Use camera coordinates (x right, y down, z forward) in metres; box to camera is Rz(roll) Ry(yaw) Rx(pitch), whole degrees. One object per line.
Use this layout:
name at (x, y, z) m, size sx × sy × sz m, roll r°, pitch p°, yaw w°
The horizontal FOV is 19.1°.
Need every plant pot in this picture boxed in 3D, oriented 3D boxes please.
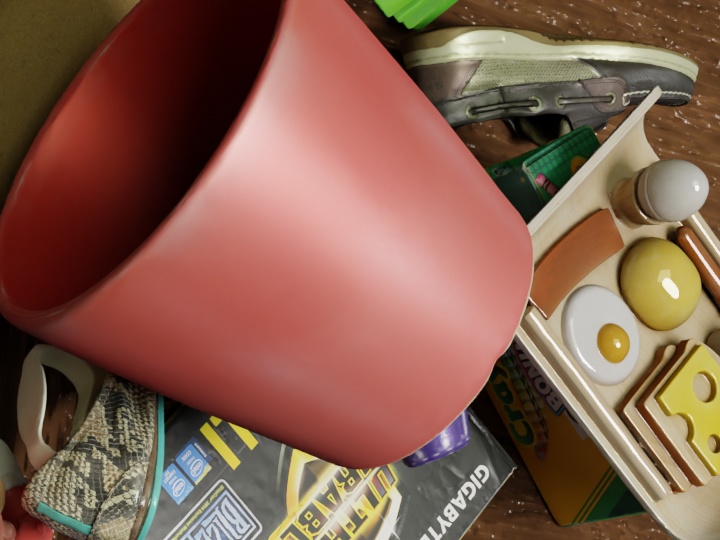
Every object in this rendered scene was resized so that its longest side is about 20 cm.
plant pot at (-0.125, -0.080, 1.013) m, size 0.200 × 0.027 × 0.201 m, roll -28°, pitch 129°, yaw -41°
plant pot at (-0.034, -0.016, 0.930) m, size 0.177 × 0.200 × 0.201 m, roll 37°, pitch 60°, yaw -28°

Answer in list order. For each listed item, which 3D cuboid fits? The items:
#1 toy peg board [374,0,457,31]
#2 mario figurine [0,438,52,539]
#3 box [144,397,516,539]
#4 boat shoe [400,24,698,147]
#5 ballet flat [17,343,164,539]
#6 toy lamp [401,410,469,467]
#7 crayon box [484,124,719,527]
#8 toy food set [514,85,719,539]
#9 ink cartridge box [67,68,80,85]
toy peg board at (0.015, -0.219, 1.120) m, size 0.098 × 0.200 × 0.199 m, roll -37°, pitch 88°, yaw 7°
mario figurine at (-0.173, 0.154, 0.956) m, size 0.106 × 0.123 × 0.200 m, roll -35°, pitch 111°, yaw 2°
box at (-0.031, 0.110, 1.071) m, size 0.160 × 0.049 × 0.200 m, roll 51°, pitch 56°, yaw -11°
boat shoe at (0.108, -0.100, 1.213) m, size 0.199 × 0.073 × 0.065 m, roll 1°, pitch 88°, yaw -31°
ballet flat at (-0.117, 0.046, 0.989) m, size 0.075 × 0.068 × 0.200 m, roll 20°, pitch 36°, yaw -8°
toy lamp at (0.000, 0.000, 1.058) m, size 0.058 × 0.058 × 0.201 m, roll -25°, pitch 91°, yaw -36°
crayon box at (0.115, 0.033, 1.147) m, size 0.058 × 0.119 × 0.201 m, roll -32°, pitch 97°, yaw -35°
toy food set at (0.164, 0.026, 1.072) m, size 0.200 × 0.060 × 0.144 m, roll 52°, pitch 56°, yaw -12°
ink cartridge box at (-0.113, -0.175, 1.087) m, size 0.200 × 0.050 × 0.109 m, roll -37°, pitch 100°, yaw -36°
